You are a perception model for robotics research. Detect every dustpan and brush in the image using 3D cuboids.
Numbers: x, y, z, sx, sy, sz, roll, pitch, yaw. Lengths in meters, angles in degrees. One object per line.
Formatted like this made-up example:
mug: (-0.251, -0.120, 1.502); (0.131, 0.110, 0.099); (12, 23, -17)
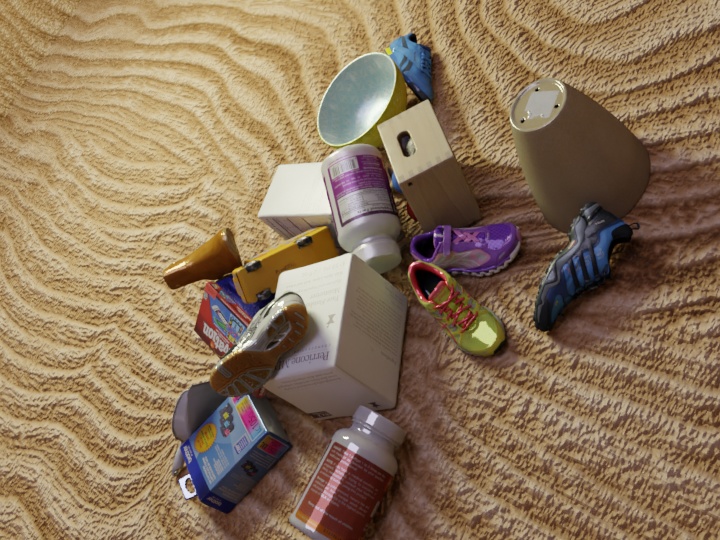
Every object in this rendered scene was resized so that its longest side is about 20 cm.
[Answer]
dustpan and brush: (-0.302, 0.285, 1.695); (0.056, 0.139, 0.204); (16, 101, 27)

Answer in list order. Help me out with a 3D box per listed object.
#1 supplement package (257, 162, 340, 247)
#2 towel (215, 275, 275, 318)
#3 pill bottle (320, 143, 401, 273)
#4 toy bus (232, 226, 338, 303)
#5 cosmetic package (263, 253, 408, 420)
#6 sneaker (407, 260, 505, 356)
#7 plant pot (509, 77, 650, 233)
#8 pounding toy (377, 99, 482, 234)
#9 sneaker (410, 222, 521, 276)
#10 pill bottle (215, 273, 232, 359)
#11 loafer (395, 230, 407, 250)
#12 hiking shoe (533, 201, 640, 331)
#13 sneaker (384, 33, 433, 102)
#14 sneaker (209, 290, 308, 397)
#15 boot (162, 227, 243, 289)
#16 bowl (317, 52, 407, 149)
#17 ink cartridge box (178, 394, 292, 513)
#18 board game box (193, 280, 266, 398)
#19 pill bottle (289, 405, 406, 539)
supplement package: (-0.074, -0.122, 1.758); (0.197, 0.117, 0.119); (3, 64, 42)
towel: (-0.163, 0.032, 1.686); (0.198, 0.050, 0.147); (-32, 51, -30)
pill bottle: (0.006, -0.099, 1.580); (0.111, 0.112, 0.204); (-24, 68, 26)
toy bus: (-0.133, -0.011, 1.640); (0.198, 0.066, 0.078); (-27, 14, -27)
cosmetic package: (-0.040, 0.112, 1.524); (0.163, 0.164, 0.203); (-16, 52, 35)
sneaker: (0.138, 0.057, 1.441); (0.078, 0.090, 0.200); (-49, 60, 1)
plant pot: (0.308, -0.189, 1.403); (0.185, 0.200, 0.190); (-23, 48, 27)
pounding toy: (0.099, -0.163, 1.605); (0.140, 0.185, 0.202); (-25, 46, 8)
sneaker: (0.161, -0.039, 1.512); (0.197, 0.088, 0.082); (-14, 51, 33)
pill bottle: (-0.214, 0.109, 1.723); (0.112, 0.112, 0.202); (-37, 43, 14)
loafer: (0.000, 0.000, 1.656); (0.197, 0.064, 0.072); (-29, 16, 4)
hiking shoe: (0.317, 0.005, 1.350); (0.086, 0.074, 0.203); (29, 97, 20)
sneaker: (0.110, -0.401, 1.834); (0.078, 0.066, 0.202); (-35, 43, 12)
sneaker: (-0.154, 0.114, 1.463); (0.199, 0.076, 0.088); (-41, 24, 12)
boot: (-0.283, -0.011, 1.670); (0.141, 0.201, 0.072); (-19, 81, -7)
bowl: (0.022, -0.302, 1.804); (0.198, 0.107, 0.204); (-23, 52, 33)
ink cartridge box: (-0.226, 0.315, 1.616); (0.200, 0.076, 0.137); (-47, 41, 7)
board game box: (-0.215, 0.116, 1.605); (0.199, 0.019, 0.104); (40, 123, 34)
pill bottle: (-0.013, 0.311, 1.399); (0.111, 0.112, 0.202); (18, 74, 47)
